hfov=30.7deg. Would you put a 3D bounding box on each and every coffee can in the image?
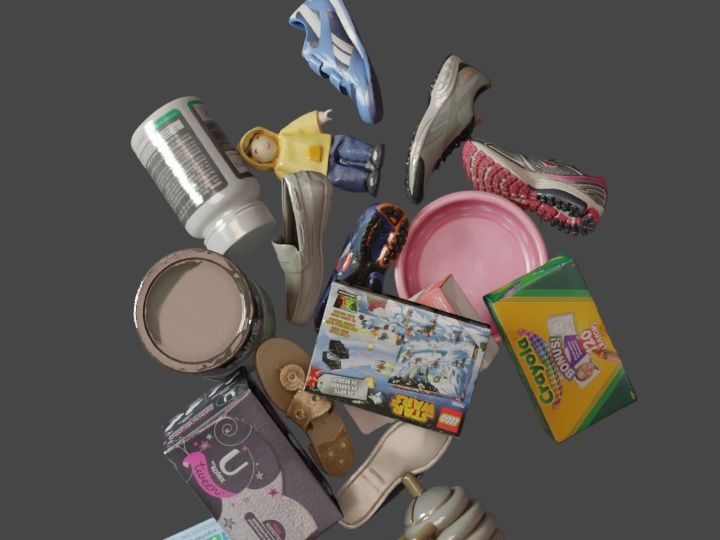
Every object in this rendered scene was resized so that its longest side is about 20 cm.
[{"bbox_3d":[-0.188,0.060,1.638,0.144,0.200,0.149,-1,83,5],"label":"coffee can"}]

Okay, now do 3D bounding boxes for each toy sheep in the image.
[{"bbox_3d":[0.111,0.335,1.611,0.137,0.138,0.202,-32,94,0],"label":"toy sheep"}]

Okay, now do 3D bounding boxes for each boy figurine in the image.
[{"bbox_3d":[-0.066,-0.155,1.727,0.197,0.064,0.126,13,87,4],"label":"boy figurine"}]

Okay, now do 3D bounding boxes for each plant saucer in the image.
[{"bbox_3d":[0.143,0.001,1.694,0.197,0.051,0.204,-1,83,4],"label":"plant saucer"}]

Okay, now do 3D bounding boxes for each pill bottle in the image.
[{"bbox_3d":[-0.201,-0.116,1.707,0.112,0.113,0.201,-35,80,0],"label":"pill bottle"}]

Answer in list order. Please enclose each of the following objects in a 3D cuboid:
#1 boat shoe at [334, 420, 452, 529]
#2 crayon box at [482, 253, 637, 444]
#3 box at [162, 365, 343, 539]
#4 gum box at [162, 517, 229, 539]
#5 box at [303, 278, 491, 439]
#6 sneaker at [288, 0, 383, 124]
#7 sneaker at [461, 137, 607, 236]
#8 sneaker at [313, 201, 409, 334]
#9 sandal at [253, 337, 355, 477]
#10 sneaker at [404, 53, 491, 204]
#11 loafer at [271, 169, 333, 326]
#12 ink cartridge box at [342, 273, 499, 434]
[{"bbox_3d":[0.044,0.248,1.664,0.075,0.062,0.201,40,90,6],"label":"boat shoe"},{"bbox_3d":[0.248,0.096,1.635,0.118,0.058,0.202,-27,101,-3],"label":"crayon box"},{"bbox_3d":[-0.132,0.242,1.577,0.131,0.115,0.201,-35,103,-2],"label":"box"},{"bbox_3d":[-0.146,0.406,1.667,0.168,0.045,0.202,-23,82,1],"label":"gum box"},{"bbox_3d":[0.044,0.105,1.567,0.197,0.040,0.139,17,97,2],"label":"box"},{"bbox_3d":[-0.029,-0.275,1.737,0.081,0.074,0.202,-24,74,3],"label":"sneaker"},{"bbox_3d":[0.223,-0.117,1.696,0.198,0.081,0.075,27,60,5],"label":"sneaker"},{"bbox_3d":[0.000,0.000,1.699,0.075,0.079,0.202,27,101,-18],"label":"sneaker"},{"bbox_3d":[-0.051,0.172,1.628,0.077,0.069,0.213,-40,116,-25],"label":"sandal"},{"bbox_3d":[0.110,-0.179,1.711,0.078,0.074,0.203,22,85,2],"label":"sneaker"},{"bbox_3d":[-0.083,-0.028,1.687,0.069,0.070,0.203,0,100,-27],"label":"loafer"},{"bbox_3d":[0.059,0.108,1.646,0.199,0.067,0.117,-32,94,24],"label":"ink cartridge box"}]
